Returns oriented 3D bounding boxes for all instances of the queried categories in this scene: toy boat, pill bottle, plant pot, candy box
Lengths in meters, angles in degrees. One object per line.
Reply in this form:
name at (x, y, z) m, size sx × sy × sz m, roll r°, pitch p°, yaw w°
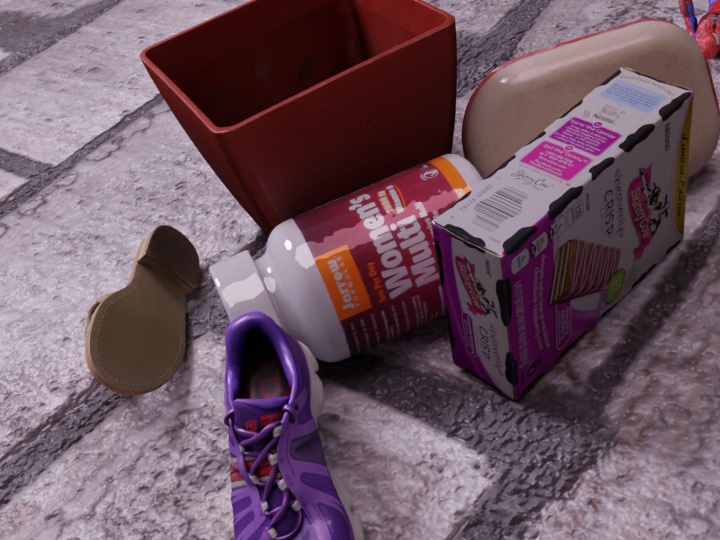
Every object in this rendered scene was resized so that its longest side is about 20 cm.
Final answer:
toy boat at (0.180, -0.121, 0.823) m, size 0.200 × 0.131 × 0.131 m, roll -16°, pitch 7°, yaw 2°
pill bottle at (0.000, 0.000, 0.730) m, size 0.200 × 0.110 × 0.110 m, roll -23°, pitch 37°, yaw -7°
plant pot at (-0.035, -0.116, 0.836) m, size 0.200 × 0.176 × 0.200 m, roll -28°, pitch 37°, yaw -13°
candy box at (0.142, -0.027, 0.681) m, size 0.061 × 0.136 × 0.200 m, roll 30°, pitch 58°, yaw 37°

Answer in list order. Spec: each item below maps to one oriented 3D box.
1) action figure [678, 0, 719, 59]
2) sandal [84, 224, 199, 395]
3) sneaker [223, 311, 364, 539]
action figure at (0.346, -0.277, 0.953) m, size 0.065 × 0.099 × 0.200 m, roll 5°, pitch 45°, yaw 29°
sandal at (-0.184, 0.045, 0.804) m, size 0.070 × 0.078 × 0.212 m, roll -39°, pitch 22°, yaw 25°
sneaker at (-0.055, 0.116, 0.601) m, size 0.081 × 0.083 × 0.200 m, roll -19°, pitch 60°, yaw 3°
